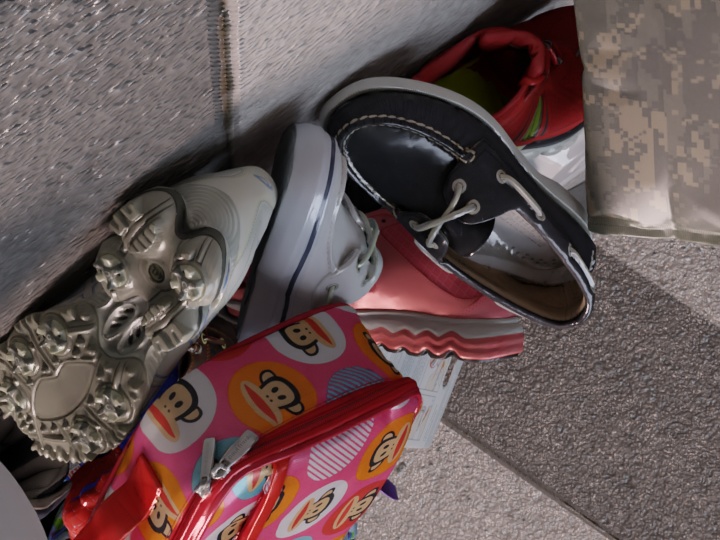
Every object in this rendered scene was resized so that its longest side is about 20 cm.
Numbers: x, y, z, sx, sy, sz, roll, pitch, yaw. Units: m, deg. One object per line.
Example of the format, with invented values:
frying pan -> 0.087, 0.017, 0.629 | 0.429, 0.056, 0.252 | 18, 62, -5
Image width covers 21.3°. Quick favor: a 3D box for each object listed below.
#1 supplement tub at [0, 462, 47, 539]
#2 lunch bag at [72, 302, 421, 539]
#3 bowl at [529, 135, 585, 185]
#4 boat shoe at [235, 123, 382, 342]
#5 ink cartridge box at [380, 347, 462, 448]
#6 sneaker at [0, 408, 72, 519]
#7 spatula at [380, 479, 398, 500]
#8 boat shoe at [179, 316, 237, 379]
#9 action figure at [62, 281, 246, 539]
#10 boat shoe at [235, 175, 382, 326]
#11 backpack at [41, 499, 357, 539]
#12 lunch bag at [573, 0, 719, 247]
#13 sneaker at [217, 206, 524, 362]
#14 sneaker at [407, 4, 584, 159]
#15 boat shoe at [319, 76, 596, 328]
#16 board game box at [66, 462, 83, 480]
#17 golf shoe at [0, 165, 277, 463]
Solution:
supplement tub -> -0.245, 0.163, 0.836 | 0.200, 0.141, 0.140 | -39, 173, 18
lunch bag -> -0.072, 0.117, 0.962 | 0.175, 0.082, 0.201 | -21, 151, -42
bowl -> 0.144, -0.113, 1.309 | 0.199, 0.075, 0.200 | -37, 175, -19
boat shoe -> -0.020, -0.014, 0.984 | 0.200, 0.066, 0.074 | 114, -15, -67
ink cartridge box -> 0.023, 0.038, 1.317 | 0.200, 0.047, 0.162 | 18, 93, -66
sneaker -> -0.210, 0.128, 1.073 | 0.146, 0.077, 0.202 | -37, 174, 14
spatula -> -0.062, 0.105, 1.272 | 0.057, 0.198, 0.021 | -110, -136, -81
boat shoe -> -0.111, 0.056, 1.136 | 0.070, 0.071, 0.200 | -38, 173, 15
action figure -> -0.116, 0.081, 1.028 | 0.201, 0.051, 0.066 | -60, -165, 16
boat shoe -> -0.024, -0.006, 1.186 | 0.200, 0.068, 0.072 | -41, 174, 41
backpack -> -0.102, 0.159, 1.183 | 0.198, 0.156, 0.163 | -3, -174, 12
lunch bag -> 0.202, -0.125, 1.054 | 0.116, 0.166, 0.200 | 7, -152, 27
sneaker -> 0.000, 0.000, 1.105 | 0.198, 0.088, 0.074 | 7, 180, 9
sneaker -> 0.088, -0.104, 1.061 | 0.199, 0.077, 0.085 | -33, 167, -38
boat shoe -> 0.056, -0.031, 0.997 | 0.073, 0.061, 0.200 | -28, 137, 27
board game box -> -0.174, 0.136, 1.471 | 0.199, 0.045, 0.152 | -34, 173, -36
golf shoe -> -0.103, 0.022, 0.926 | 0.200, 0.078, 0.097 | -41, 178, 40
